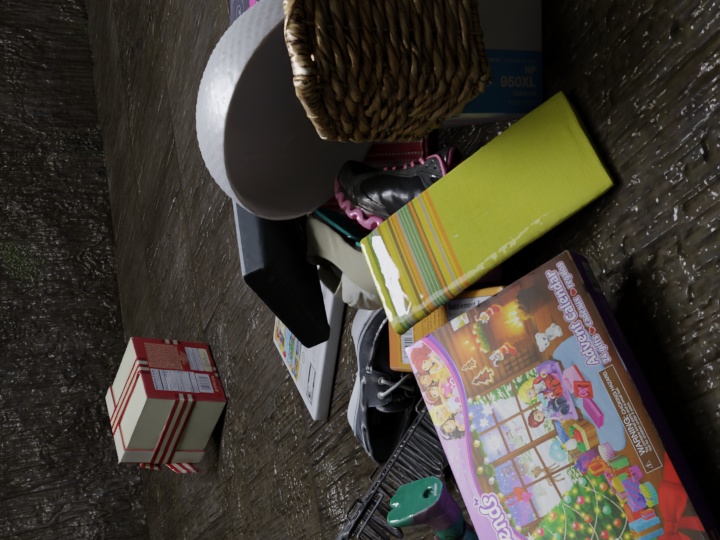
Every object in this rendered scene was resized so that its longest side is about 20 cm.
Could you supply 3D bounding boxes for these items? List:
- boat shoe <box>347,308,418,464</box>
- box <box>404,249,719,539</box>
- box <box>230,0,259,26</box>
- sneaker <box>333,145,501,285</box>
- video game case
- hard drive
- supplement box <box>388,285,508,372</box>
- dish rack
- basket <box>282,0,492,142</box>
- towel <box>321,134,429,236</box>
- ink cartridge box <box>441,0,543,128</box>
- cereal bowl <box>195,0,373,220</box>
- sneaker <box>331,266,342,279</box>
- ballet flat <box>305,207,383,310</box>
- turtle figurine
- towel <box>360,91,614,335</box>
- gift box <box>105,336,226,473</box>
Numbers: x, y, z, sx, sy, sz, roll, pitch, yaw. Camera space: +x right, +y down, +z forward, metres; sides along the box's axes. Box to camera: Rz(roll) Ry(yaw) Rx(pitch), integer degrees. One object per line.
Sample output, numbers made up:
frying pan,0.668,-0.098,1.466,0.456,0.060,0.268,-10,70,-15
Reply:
boat shoe,0.027,0.107,0.872,0.068,0.070,0.203,-118,31,-47
box,0.123,0.110,0.570,0.136,0.039,0.203,-33,66,25
box,-0.079,-0.365,1.001,0.132,0.112,0.205,-156,64,-64
sneaker,0.055,-0.066,0.764,0.199,0.078,0.097,34,114,40
video game case,-0.068,0.056,1.153,0.183,0.022,0.204,-127,39,-52
hard drive,-0.083,-0.041,0.888,0.140,0.032,0.203,54,-162,-51
supplement box,0.091,0.050,0.721,0.199,0.065,0.071,174,96,-66
dish rack,0.027,0.187,0.741,0.054,0.200,0.155,34,140,9
basket,-0.016,-0.195,0.625,0.142,0.146,0.205,-23,75,62
towel,0.009,-0.108,0.867,0.142,0.022,0.205,1,94,36
ink cartridge box,0.071,-0.219,0.704,0.144,0.083,0.205,-169,76,-65
cereal bowl,-0.067,-0.151,0.784,0.083,0.198,0.204,32,126,33
sneaker,-0.006,-0.073,0.921,0.084,0.071,0.205,166,101,-69
ballet flat,0.000,0.000,0.798,0.200,0.068,0.071,-144,54,-60
turtle figurine,0.097,0.241,0.642,0.201,0.100,0.150,51,175,-28
towel,0.087,-0.038,0.659,0.199,0.018,0.087,-36,60,26
gift box,-0.352,0.257,1.663,0.189,0.197,0.186,-60,34,27
